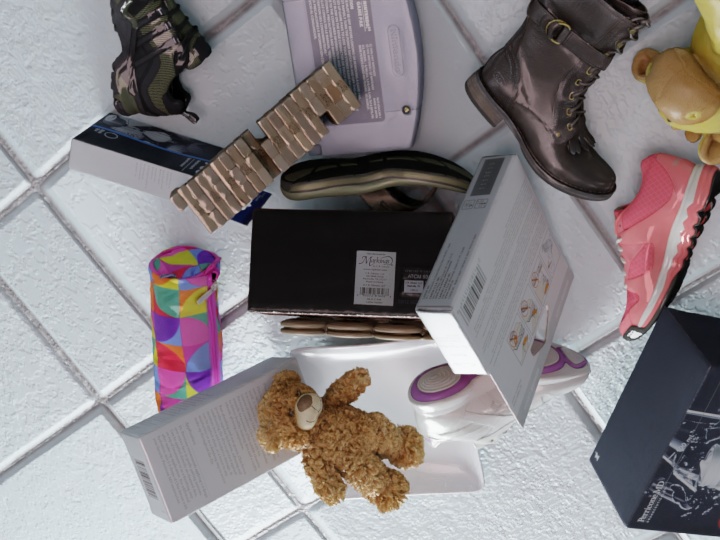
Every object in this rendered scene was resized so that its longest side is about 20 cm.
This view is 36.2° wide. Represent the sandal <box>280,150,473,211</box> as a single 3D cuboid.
[{"bbox_3d":[0.019,-0.082,1.109,0.197,0.080,0.058,-4,112,-1],"label":"sandal"}]

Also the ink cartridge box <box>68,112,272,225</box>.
[{"bbox_3d":[-0.193,-0.108,1.148,0.197,0.100,0.040,18,115,3],"label":"ink cartridge box"}]

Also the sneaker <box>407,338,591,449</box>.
[{"bbox_3d":[0.150,0.134,1.184,0.197,0.075,0.101,-13,122,-1],"label":"sneaker"}]

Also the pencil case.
[{"bbox_3d":[-0.194,0.072,1.237,0.087,0.089,0.203,7,117,9],"label":"pencil case"}]

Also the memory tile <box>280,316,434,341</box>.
[{"bbox_3d":[0.023,0.058,1.149,0.196,0.153,0.017,3,92,12],"label":"memory tile"}]

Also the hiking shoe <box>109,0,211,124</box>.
[{"bbox_3d":[-0.196,-0.248,1.109,0.099,0.076,0.202,8,124,0],"label":"hiking shoe"}]

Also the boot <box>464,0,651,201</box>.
[{"bbox_3d":[0.206,-0.177,1.025,0.199,0.069,0.174,40,129,-4],"label":"boot"}]

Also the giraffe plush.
[{"bbox_3d":[0.320,-0.192,0.984,0.198,0.175,0.162,18,135,-34],"label":"giraffe plush"}]

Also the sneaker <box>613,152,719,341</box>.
[{"bbox_3d":[0.289,-0.027,1.103,0.086,0.074,0.203,27,119,22],"label":"sneaker"}]

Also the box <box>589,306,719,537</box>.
[{"bbox_3d":[0.359,0.158,1.104,0.179,0.105,0.202,9,118,-17],"label":"box"}]

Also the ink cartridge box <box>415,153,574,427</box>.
[{"bbox_3d":[0.137,0.019,1.065,0.043,0.202,0.174,-1,137,34],"label":"ink cartridge box"}]

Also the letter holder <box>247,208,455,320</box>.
[{"bbox_3d":[0.000,0.000,1.114,0.196,0.142,0.102,2,84,9],"label":"letter holder"}]

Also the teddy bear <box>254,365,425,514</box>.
[{"bbox_3d":[-0.016,0.181,1.185,0.145,0.067,0.200,-46,103,-16],"label":"teddy bear"}]

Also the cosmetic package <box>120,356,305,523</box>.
[{"bbox_3d":[-0.148,0.180,1.204,0.071,0.198,0.103,-5,107,61],"label":"cosmetic package"}]

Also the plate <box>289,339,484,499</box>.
[{"bbox_3d":[0.034,0.165,1.255,0.197,0.032,0.203,-6,111,15],"label":"plate"}]

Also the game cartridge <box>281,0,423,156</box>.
[{"bbox_3d":[-0.004,-0.216,1.093,0.131,0.042,0.203,-4,113,10],"label":"game cartridge"}]

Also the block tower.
[{"bbox_3d":[-0.093,-0.116,1.069,0.199,0.054,0.058,-39,102,-1],"label":"block tower"}]
